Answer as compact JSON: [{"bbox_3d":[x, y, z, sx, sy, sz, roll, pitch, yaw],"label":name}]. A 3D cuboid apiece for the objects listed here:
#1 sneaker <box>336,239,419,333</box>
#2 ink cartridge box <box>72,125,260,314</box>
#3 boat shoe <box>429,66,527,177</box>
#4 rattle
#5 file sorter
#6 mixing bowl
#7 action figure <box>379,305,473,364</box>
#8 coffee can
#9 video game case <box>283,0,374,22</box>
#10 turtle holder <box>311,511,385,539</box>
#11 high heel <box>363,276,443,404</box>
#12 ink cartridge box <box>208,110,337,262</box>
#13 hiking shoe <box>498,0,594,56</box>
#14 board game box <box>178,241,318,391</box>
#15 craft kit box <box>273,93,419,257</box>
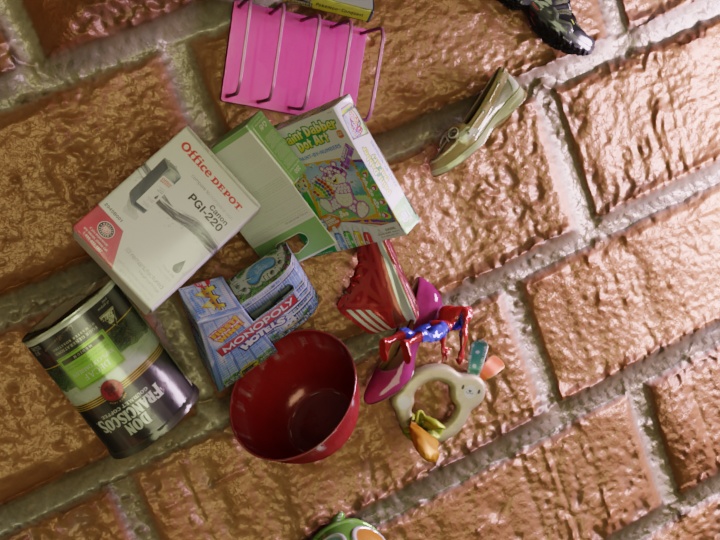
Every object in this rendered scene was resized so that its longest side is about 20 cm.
[{"bbox_3d":[0.000,0.000,1.319,0.115,0.078,0.202,-24,83,9],"label":"sneaker"},{"bbox_3d":[-0.249,-0.064,1.150,0.146,0.085,0.200,47,72,-7],"label":"ink cartridge box"},{"bbox_3d":[0.167,-0.223,1.344,0.201,0.073,0.063,-45,100,-10],"label":"boat shoe"},{"bbox_3d":[0.152,0.194,1.364,0.198,0.143,0.131,-24,86,-6],"label":"rattle"},{"bbox_3d":[-0.079,-0.289,1.227,0.198,0.125,0.141,7,96,-18],"label":"file sorter"},{"bbox_3d":[-0.078,0.198,1.281,0.200,0.200,0.109,-44,140,-7],"label":"mixing bowl"},{"bbox_3d":[0.112,0.112,1.306,0.199,0.065,0.100,-26,112,-46],"label":"action figure"},{"bbox_3d":[-0.334,0.129,1.196,0.146,0.146,0.201,-36,106,-9],"label":"coffee can"},{"bbox_3d":[-0.069,-0.441,1.207,0.179,0.026,0.202,9,62,-18],"label":"video game case"},{"bbox_3d":[-0.033,0.472,1.344,0.184,0.132,0.142,-27,105,-12],"label":"turtle holder"},{"bbox_3d":[0.054,0.106,1.354,0.200,0.067,0.096,-50,119,-21],"label":"high heel"},{"bbox_3d":[-0.130,-0.103,1.231,0.200,0.145,0.048,51,43,-17],"label":"ink cartridge box"},{"bbox_3d":[0.297,-0.414,1.352,0.199,0.076,0.101,36,90,-18],"label":"hiking shoe"},{"bbox_3d":[-0.157,0.058,1.212,0.199,0.200,0.062,-35,63,-4],"label":"board game box"},{"bbox_3d":[-0.043,-0.123,1.223,0.049,0.199,0.199,-44,111,-40],"label":"craft kit box"}]
